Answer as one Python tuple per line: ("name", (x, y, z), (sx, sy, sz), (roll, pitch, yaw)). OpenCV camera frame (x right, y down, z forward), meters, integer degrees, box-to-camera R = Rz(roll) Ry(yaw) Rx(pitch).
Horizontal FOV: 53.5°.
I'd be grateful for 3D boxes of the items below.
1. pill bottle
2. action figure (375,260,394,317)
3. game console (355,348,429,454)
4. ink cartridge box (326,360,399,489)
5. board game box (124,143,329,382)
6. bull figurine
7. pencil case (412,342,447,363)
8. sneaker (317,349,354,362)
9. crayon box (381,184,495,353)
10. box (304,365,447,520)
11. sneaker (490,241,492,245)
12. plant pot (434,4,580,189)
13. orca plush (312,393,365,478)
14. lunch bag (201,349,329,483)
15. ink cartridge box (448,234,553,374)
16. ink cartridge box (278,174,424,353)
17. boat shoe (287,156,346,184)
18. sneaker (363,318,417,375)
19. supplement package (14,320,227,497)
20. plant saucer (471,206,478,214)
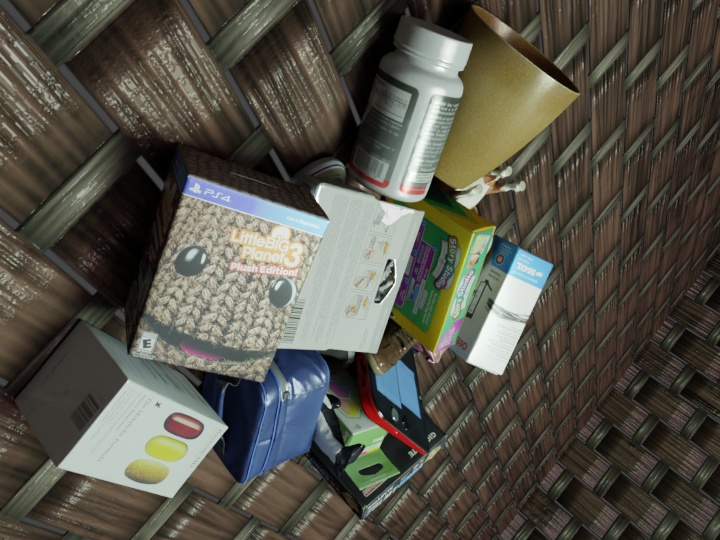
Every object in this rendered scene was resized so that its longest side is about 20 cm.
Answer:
("pill bottle", (0.063, -0.202, 0.900), (0.112, 0.113, 0.204), (-9, 127, -48))
("action figure", (0.000, 0.000, 1.002), (0.103, 0.119, 0.198), (-50, 143, 10))
("game console", (0.051, 0.172, 1.140), (0.031, 0.204, 0.176), (-29, 134, 24))
("ink cartridge box", (-0.020, 0.231, 1.101), (0.102, 0.200, 0.060), (0, 128, -51))
("board game box", (-0.148, -0.004, 0.765), (0.156, 0.097, 0.204), (14, 110, -27))
("bull figurine", (0.175, -0.133, 1.104), (0.199, 0.120, 0.066), (-39, 119, -24))
("pencil case", (0.172, 0.078, 1.327), (0.200, 0.082, 0.087), (-44, 155, -18))
("sneaker", (-0.056, 0.099, 1.072), (0.096, 0.073, 0.200), (-4, 165, -2))
("crayon box", (0.091, -0.014, 1.052), (0.057, 0.171, 0.204), (-17, 133, -42))
("box", (0.008, 0.268, 1.174), (0.198, 0.198, 0.051), (-30, 147, -31))
("sneaker", (0.137, 0.005, 1.178), (0.083, 0.073, 0.204), (11, 116, -27))
("plant pot", (0.167, -0.222, 0.986), (0.184, 0.188, 0.201), (-2, 137, -51))
("orca plush", (-0.049, 0.191, 1.021), (0.070, 0.199, 0.108), (-10, 122, -37))
("lunch bag", (-0.137, 0.171, 0.955), (0.130, 0.135, 0.204), (-18, 133, -43))
("ink cartridge box", (0.213, 0.048, 1.197), (0.083, 0.146, 0.204), (21, 98, -26))
("ink cartridge box", (-0.024, 0.000, 0.888), (0.173, 0.044, 0.205), (9, 105, -41))
("boat shoe", (-0.081, -0.057, 0.889), (0.200, 0.062, 0.072), (-47, 147, -13))
("sneaker", (0.060, 0.094, 1.116), (0.074, 0.072, 0.200), (-29, -173, 22))
("supplement package", (-0.262, 0.163, 0.810), (0.114, 0.109, 0.200), (-50, 148, -5))
("plant saucer", (0.124, -0.034, 1.203), (0.198, 0.035, 0.204), (-34, 143, -30))
